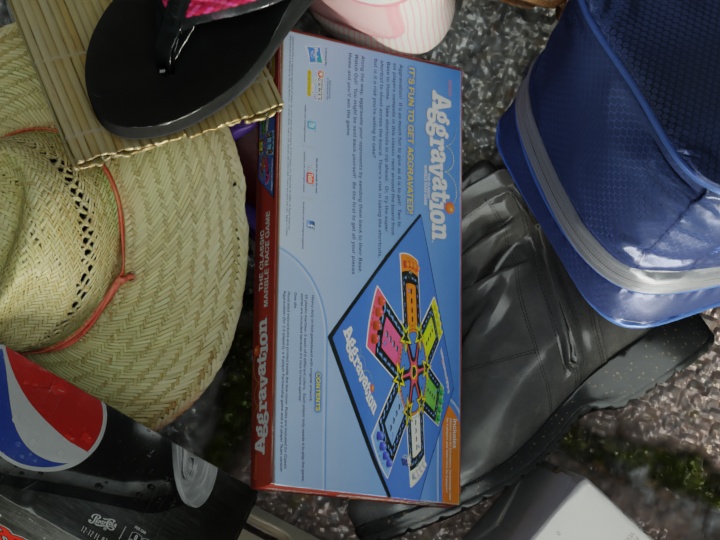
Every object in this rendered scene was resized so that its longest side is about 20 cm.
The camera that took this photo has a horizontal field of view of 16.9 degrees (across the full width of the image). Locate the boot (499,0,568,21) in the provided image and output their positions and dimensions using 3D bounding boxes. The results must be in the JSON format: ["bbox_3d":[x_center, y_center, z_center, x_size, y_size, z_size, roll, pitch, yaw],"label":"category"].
[{"bbox_3d":[0.077,-0.202,1.116,0.199,0.074,0.155,25,92,-3],"label":"boot"}]

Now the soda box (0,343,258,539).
[{"bbox_3d":[-0.149,0.080,1.022,0.200,0.071,0.063,30,56,-7],"label":"soda box"}]

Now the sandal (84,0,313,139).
[{"bbox_3d":[-0.043,-0.137,1.015,0.200,0.045,0.075,-43,65,-8],"label":"sandal"}]

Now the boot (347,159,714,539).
[{"bbox_3d":[0.053,0.029,1.125,0.200,0.070,0.132,-33,90,-14],"label":"boot"}]

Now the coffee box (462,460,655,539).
[{"bbox_3d":[0.138,0.183,1.106,0.200,0.114,0.080,43,86,-6],"label":"coffee box"}]

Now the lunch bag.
[{"bbox_3d":[0.169,-0.068,1.076,0.199,0.132,0.136,-15,66,-27],"label":"lunch bag"}]

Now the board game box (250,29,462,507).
[{"bbox_3d":[0.000,0.000,1.064,0.103,0.019,0.201,9,75,-34],"label":"board game box"}]

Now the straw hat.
[{"bbox_3d":[-0.149,-0.012,1.049,0.200,0.085,0.202,2,97,19],"label":"straw hat"}]

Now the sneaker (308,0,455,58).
[{"bbox_3d":[-0.027,-0.173,1.111,0.075,0.105,0.200,-40,65,-4],"label":"sneaker"}]

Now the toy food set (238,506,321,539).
[{"bbox_3d":[-0.095,0.197,1.109,0.143,0.060,0.201,27,95,3],"label":"toy food set"}]

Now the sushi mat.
[{"bbox_3d":[-0.111,-0.133,1.066,0.095,0.012,0.201,-15,60,-18],"label":"sushi mat"}]

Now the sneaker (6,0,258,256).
[{"bbox_3d":[-0.073,-0.081,1.095,0.200,0.083,0.081,41,87,-4],"label":"sneaker"}]
